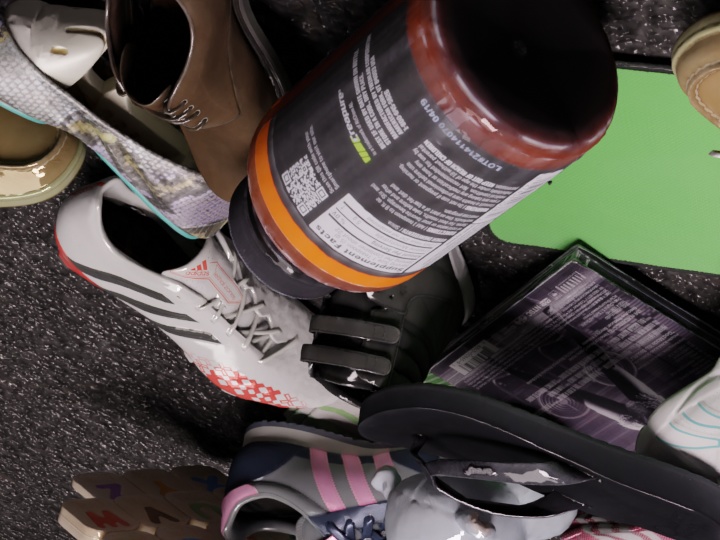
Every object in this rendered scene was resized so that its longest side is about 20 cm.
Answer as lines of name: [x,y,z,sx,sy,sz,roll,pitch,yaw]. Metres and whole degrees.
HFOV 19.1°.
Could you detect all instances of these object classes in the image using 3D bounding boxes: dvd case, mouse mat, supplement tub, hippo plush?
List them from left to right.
supplement tub: [0.018,-0.058,0.969,0.107,0.107,0.200,34,141,-18]
hippo plush: [0.059,0.170,1.206,0.159,0.200,0.161,9,128,55]
mouse mat: [0.136,-0.048,1.024,0.199,0.008,0.161,8,147,24]
dvd case: [0.157,0.069,1.168,0.199,0.016,0.149,31,142,-14]

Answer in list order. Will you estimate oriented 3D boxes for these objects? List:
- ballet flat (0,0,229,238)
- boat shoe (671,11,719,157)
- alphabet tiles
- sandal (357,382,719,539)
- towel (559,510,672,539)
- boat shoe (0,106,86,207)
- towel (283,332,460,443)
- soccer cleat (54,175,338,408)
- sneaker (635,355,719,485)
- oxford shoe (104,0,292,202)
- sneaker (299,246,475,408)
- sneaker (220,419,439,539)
ballet flat: [-0.134,-0.096,1.098,0.200,0.072,0.072,36,148,-21]
boat shoe: [0.221,-0.046,0.903,0.199,0.063,0.073,24,148,-6]
alphabet tiles: [-0.090,0.167,1.384,0.199,0.015,0.195,1,-160,-40]
sandal: [0.089,0.104,1.091,0.199,0.043,0.076,17,158,14]
towel: [0.234,0.186,1.307,0.199,0.030,0.146,-7,139,42]
boat shoe: [-0.245,-0.094,1.163,0.200,0.073,0.063,24,156,16]
towel: [0.050,0.098,1.305,0.152,0.023,0.200,30,150,-11]
soccer cleat: [-0.085,0.014,1.225,0.200,0.069,0.085,35,153,-9]
sneaker: [0.199,0.080,1.065,0.080,0.070,0.201,60,151,21]
oxford shoe: [-0.084,-0.095,1.012,0.072,0.085,0.200,18,146,28]
sneaker: [0.000,0.000,1.107,0.070,0.099,0.200,8,145,30]
sneaker: [0.004,0.150,1.318,0.199,0.082,0.070,4,145,30]
